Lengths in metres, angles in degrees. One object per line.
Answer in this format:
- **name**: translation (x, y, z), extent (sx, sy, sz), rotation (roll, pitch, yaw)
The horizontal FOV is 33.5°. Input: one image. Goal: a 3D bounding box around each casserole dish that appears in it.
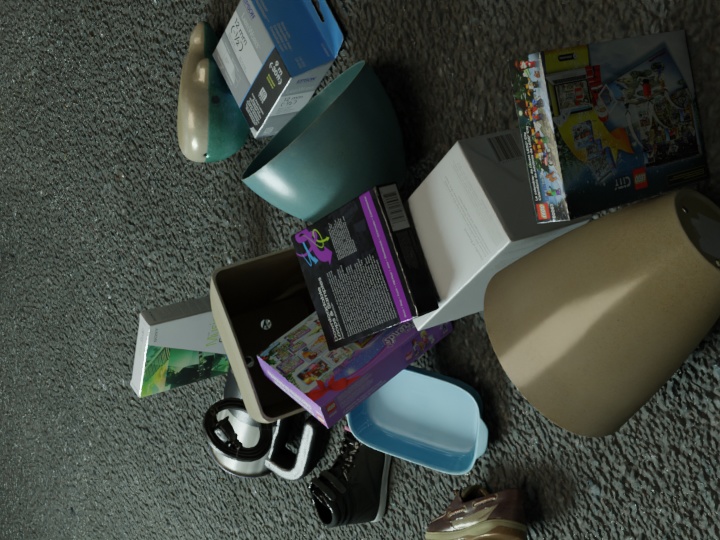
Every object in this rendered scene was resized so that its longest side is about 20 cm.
- **casserole dish**: translation (0.069, 0.170, 1.447), extent (0.198, 0.039, 0.122), rotation (15, 116, 27)

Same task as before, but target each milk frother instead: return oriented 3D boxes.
- **milk frother**: translation (-0.166, 0.228, 1.712), extent (0.181, 0.199, 0.189), rotation (48, 138, 32)

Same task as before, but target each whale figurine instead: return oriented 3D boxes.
- **whale figurine**: translation (-0.206, -0.251, 1.698), extent (0.159, 0.103, 0.202), rotation (115, 155, -63)

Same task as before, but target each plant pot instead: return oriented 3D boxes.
- **plant pot**: translation (0.247, 0.022, 1.088), extent (0.200, 0.186, 0.188), rotation (-43, 67, 37)
- **plant pot**: translation (-0.090, 0.091, 1.574), extent (0.202, 0.198, 0.177), rotation (68, 157, 10)
- **plant pot**: translation (-0.024, -0.128, 1.410), extent (0.135, 0.200, 0.200), rotation (47, 148, -13)

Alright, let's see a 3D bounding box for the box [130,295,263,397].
- **box**: translation (-0.236, 0.103, 1.764), extent (0.036, 0.199, 0.145), rotation (49, 139, 37)

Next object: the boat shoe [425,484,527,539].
- **boat shoe**: translation (0.140, 0.293, 1.431), extent (0.200, 0.072, 0.073), rotation (142, 140, -64)

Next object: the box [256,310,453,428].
- **box**: translation (-0.007, 0.087, 1.433), extent (0.137, 0.199, 0.039), rotation (33, 151, 45)

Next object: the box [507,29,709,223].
- **box**: translation (0.217, -0.127, 1.027), extent (0.038, 0.199, 0.138), rotation (-3, 99, 51)

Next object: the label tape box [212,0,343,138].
- **label tape box**: translation (-0.109, -0.290, 1.554), extent (0.144, 0.066, 0.200), rotation (63, 146, 17)

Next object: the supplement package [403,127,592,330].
- **supplement package**: translation (0.123, -0.043, 1.265), extent (0.120, 0.121, 0.200), rotation (62, 143, 17)

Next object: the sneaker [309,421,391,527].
- **sneaker**: translation (-0.017, 0.259, 1.599), extent (0.071, 0.099, 0.202), rotation (26, 122, 50)

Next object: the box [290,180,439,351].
- **box**: translation (0.000, 0.000, 1.321), extent (0.200, 0.036, 0.144), rotation (-25, 83, 56)
